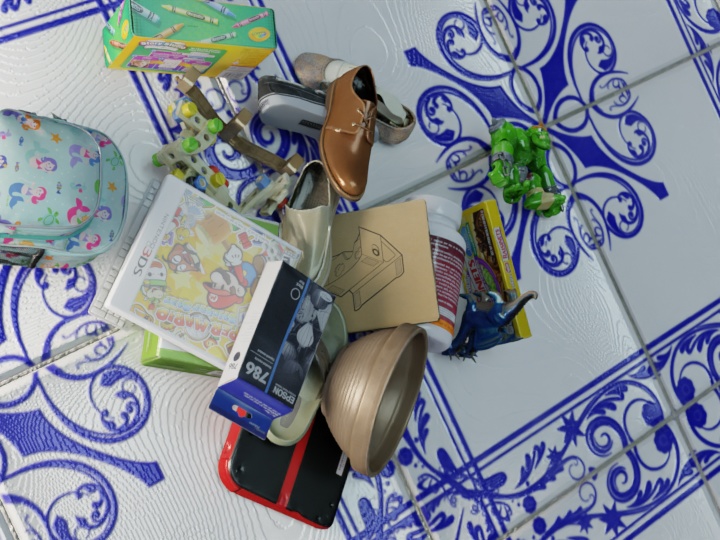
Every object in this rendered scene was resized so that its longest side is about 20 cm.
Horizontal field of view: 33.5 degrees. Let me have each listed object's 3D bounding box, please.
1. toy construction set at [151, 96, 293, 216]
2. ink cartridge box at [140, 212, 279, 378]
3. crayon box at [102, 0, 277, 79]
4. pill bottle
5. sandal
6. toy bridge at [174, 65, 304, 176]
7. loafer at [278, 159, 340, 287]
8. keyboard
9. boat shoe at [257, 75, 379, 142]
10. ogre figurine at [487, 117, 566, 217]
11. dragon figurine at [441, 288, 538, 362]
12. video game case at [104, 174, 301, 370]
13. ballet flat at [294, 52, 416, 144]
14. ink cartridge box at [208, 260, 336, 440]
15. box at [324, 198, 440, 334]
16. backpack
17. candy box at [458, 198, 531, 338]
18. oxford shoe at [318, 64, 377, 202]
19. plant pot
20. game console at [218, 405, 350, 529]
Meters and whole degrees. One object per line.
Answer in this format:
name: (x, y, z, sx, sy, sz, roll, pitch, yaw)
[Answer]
toy construction set: (-0.186, -0.126, 1.558, 0.199, 0.092, 0.132, 37, 46, -19)
ink cartridge box: (-0.188, 0.028, 1.520, 0.146, 0.076, 0.202, 12, 74, -26)
crayon box: (-0.222, -0.302, 1.556, 0.198, 0.119, 0.059, 0, 78, -29)
pill bottle: (0.086, 0.004, 1.661, 0.112, 0.113, 0.202, 19, 70, -24)
sandal: (-0.067, 0.128, 1.534, 0.079, 0.057, 0.203, 18, 70, -2)
toy bridge: (-0.168, -0.193, 1.590, 0.199, 0.067, 0.027, 39, 63, -14)
loafer: (-0.073, -0.058, 1.571, 0.075, 0.068, 0.202, 3, 71, 18)
keyboard: (-0.280, -0.021, 1.521, 0.056, 0.011, 0.202, 30, 65, -20)
boat shoe: (-0.059, -0.222, 1.657, 0.198, 0.074, 0.069, 10, 58, -33)
ogre figurine: (0.241, -0.157, 1.792, 0.198, 0.098, 0.121, 6, 65, -36)
dragon figurine: (0.185, 0.077, 1.653, 0.058, 0.199, 0.101, -5, 88, -43)
video game case: (-0.188, 0.009, 1.466, 0.199, 0.023, 0.184, 30, 68, -21)
ballet flat: (0.000, -0.255, 1.699, 0.199, 0.067, 0.069, 31, 65, -20)
ink cartridge box: (-0.106, 0.098, 1.465, 0.099, 0.039, 0.202, 34, 67, -35)
box: (0.000, 0.000, 1.596, 0.198, 0.021, 0.165, -9, 79, 11)
backpack: (-0.373, -0.095, 1.414, 0.198, 0.150, 0.180, 11, 72, -31)
candy box: (0.183, 0.008, 1.721, 0.026, 0.102, 0.202, -11, 84, -29)
oxford shoe: (-0.009, -0.186, 1.576, 0.071, 0.071, 0.202, 17, 58, -32)
plant pot: (0.009, 0.156, 1.542, 0.092, 0.201, 0.202, 18, 65, 16)
game console: (-0.085, 0.216, 1.569, 0.176, 0.031, 0.202, 29, 66, -24)
